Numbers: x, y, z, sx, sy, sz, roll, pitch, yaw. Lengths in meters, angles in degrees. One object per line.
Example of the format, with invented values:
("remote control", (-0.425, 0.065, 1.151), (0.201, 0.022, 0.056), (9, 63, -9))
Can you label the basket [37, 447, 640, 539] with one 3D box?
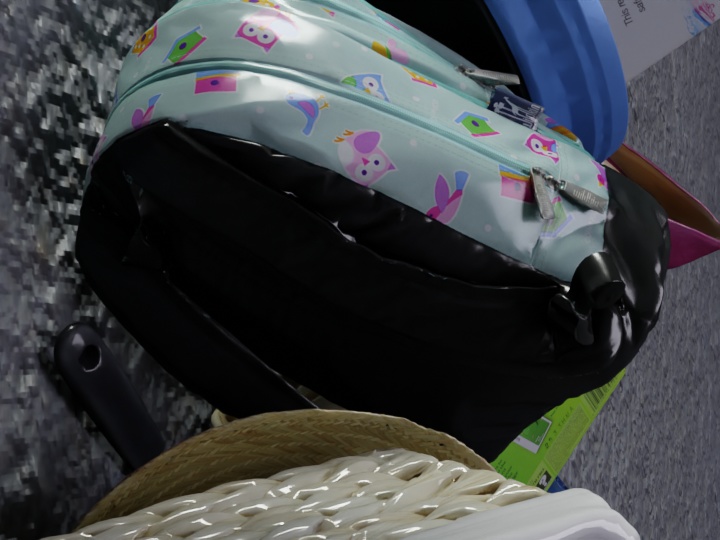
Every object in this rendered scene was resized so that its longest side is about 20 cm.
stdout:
("basket", (-0.028, 0.140, 0.484), (0.200, 0.123, 0.136), (-12, 102, -27))

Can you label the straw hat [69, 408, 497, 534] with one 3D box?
("straw hat", (-0.041, 0.121, 0.612), (0.085, 0.201, 0.201), (39, -32, 58))

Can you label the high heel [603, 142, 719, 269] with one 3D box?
("high heel", (0.142, -0.066, 0.923), (0.200, 0.096, 0.067), (64, 29, -45))

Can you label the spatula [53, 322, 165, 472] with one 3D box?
("spatula", (-0.071, 0.084, 0.649), (0.057, 0.021, 0.200), (-55, 139, -24))

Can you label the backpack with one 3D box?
("backpack", (-0.005, -0.018, 0.623), (0.200, 0.167, 0.127), (28, 45, -15))

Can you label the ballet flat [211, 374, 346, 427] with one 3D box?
("ballet flat", (0.012, 0.018, 0.727), (0.200, 0.069, 0.069), (-46, 144, -12))

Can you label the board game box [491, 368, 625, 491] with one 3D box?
("board game box", (0.042, 0.096, 0.783), (0.200, 0.048, 0.102), (-55, 142, -14))

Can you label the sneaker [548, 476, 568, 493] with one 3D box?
("sneaker", (0.077, 0.132, 1.009), (0.070, 0.078, 0.200), (51, 1, 0))

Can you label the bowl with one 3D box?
("bowl", (0.031, -0.118, 0.690), (0.201, 0.039, 0.201), (52, -10, 13))

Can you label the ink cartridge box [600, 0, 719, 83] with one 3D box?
("ink cartridge box", (0.121, -0.182, 0.788), (0.145, 0.200, 0.084), (58, -5, -32))
